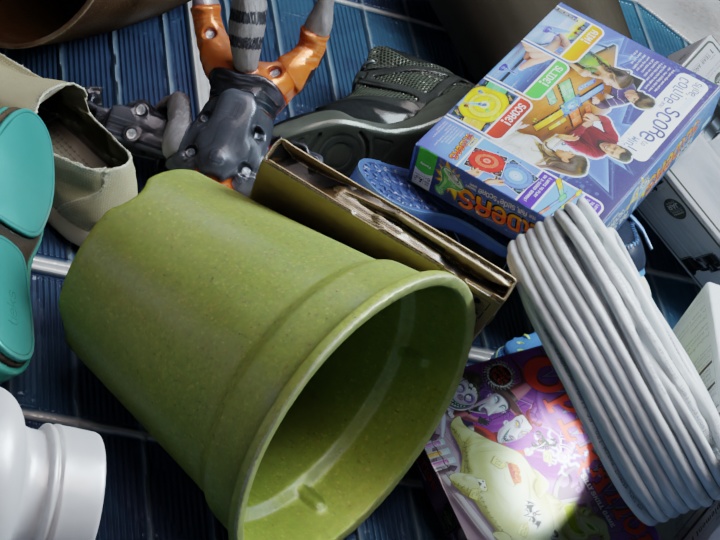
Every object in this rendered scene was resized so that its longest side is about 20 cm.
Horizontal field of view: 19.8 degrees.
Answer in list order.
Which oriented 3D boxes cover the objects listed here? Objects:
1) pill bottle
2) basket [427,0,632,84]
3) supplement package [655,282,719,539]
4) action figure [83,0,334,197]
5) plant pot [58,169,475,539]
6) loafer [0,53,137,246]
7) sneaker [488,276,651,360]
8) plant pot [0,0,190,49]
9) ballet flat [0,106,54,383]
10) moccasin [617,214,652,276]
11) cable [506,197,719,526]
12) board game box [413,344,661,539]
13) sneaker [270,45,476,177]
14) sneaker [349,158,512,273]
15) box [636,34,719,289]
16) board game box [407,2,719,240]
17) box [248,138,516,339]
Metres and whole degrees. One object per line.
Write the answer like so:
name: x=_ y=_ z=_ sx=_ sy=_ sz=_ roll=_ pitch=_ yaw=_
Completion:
pill bottle: x=-0.236 y=0.105 z=1.051 sx=0.200 sy=0.112 sz=0.112 roll=12 pitch=41 yaw=-20
basket: x=0.141 y=-0.191 z=1.614 sx=0.180 sy=0.136 sz=0.200 roll=10 pitch=46 yaw=-36
supplement package: x=0.257 y=0.125 z=1.347 sx=0.114 sy=0.110 sz=0.200 roll=19 pitch=39 yaw=-13
action figure: x=-0.106 y=-0.115 z=1.349 sx=0.200 sy=0.194 sz=0.105 roll=11 pitch=-6 yaw=2
plant pot: x=-0.067 y=0.041 z=1.189 sx=0.184 sy=0.201 sz=0.200 roll=35 pitch=37 yaw=26
loafer: x=-0.212 y=-0.099 z=1.329 sx=0.200 sy=0.068 sz=0.076 roll=40 pitch=39 yaw=12
sneaker: x=0.137 y=0.053 z=1.379 sx=0.105 sy=0.076 sz=0.200 roll=21 pitch=39 yaw=-10
plant pot: x=-0.175 y=-0.247 z=1.450 sx=0.187 sy=0.187 sz=0.200 roll=48 pitch=27 yaw=22
ballet flat: x=-0.227 y=-0.013 z=1.218 sx=0.067 sy=0.070 sz=0.200 roll=42 pitch=33 yaw=-40
moccasin: x=0.143 y=-0.047 z=1.444 sx=0.080 sy=0.068 sz=0.200 roll=-4 pitch=20 yaw=-16
cable: x=0.156 y=0.054 z=1.230 sx=0.200 sy=0.069 sz=0.200 roll=58 pitch=8 yaw=-16
board game box: x=0.109 y=0.144 z=1.255 sx=0.120 sy=0.032 sz=0.200 roll=-13 pitch=61 yaw=-26
sneaker: x=0.000 y=-0.102 z=1.473 sx=0.199 sy=0.076 sz=0.114 roll=-17 pitch=33 yaw=-24
sneaker: x=0.036 y=-0.020 z=1.410 sx=0.200 sy=0.078 sz=0.070 roll=18 pitch=31 yaw=-50
box: x=0.272 y=-0.058 z=1.519 sx=0.200 sy=0.060 sz=0.117 roll=48 pitch=62 yaw=-10
board game box: x=0.141 y=-0.094 z=1.399 sx=0.135 sy=0.034 sz=0.200 roll=31 pitch=49 yaw=17
box: x=0.000 y=0.000 z=1.266 sx=0.163 sy=0.200 sz=0.021 roll=31 pitch=71 yaw=0
